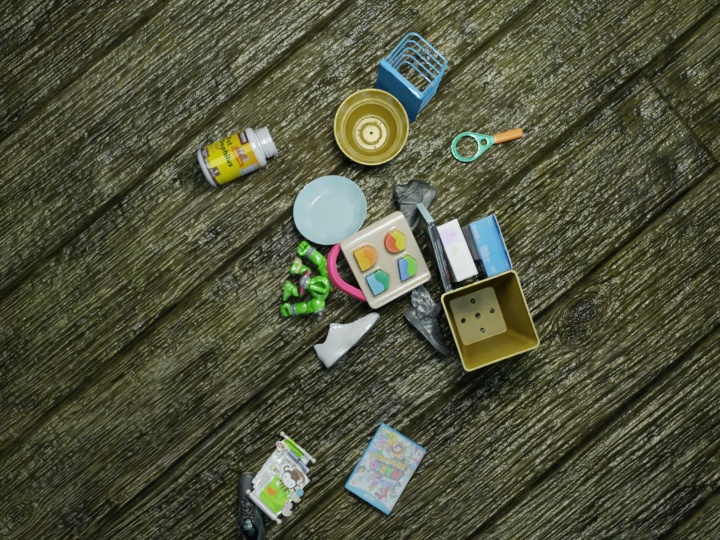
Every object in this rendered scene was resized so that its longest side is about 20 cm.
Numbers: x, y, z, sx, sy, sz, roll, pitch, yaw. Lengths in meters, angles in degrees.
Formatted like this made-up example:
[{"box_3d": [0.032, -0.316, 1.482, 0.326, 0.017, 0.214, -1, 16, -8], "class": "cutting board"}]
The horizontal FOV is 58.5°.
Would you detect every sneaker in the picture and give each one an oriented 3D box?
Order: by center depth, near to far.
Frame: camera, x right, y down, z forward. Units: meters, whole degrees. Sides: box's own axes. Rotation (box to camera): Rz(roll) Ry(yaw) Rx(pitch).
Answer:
[{"box_3d": [-0.289, 0.641, 1.713, 0.075, 0.079, 0.202, -10, 87, 1], "class": "sneaker"}, {"box_3d": [-0.040, 0.167, 1.729, 0.200, 0.075, 0.089, -41, 77, 1], "class": "sneaker"}, {"box_3d": [0.194, 0.126, 1.729, 0.200, 0.060, 0.104, 45, 94, 4], "class": "sneaker"}, {"box_3d": [0.115, -0.159, 1.730, 0.113, 0.076, 0.201, 29, 86, 3], "class": "sneaker"}]

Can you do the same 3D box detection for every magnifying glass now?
[{"box_3d": [0.344, -0.352, 1.758, 0.198, 0.022, 0.080, -15, 89, -1], "class": "magnifying glass"}]

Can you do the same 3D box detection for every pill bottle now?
[{"box_3d": [-0.326, -0.308, 1.717, 0.198, 0.109, 0.110, -24, 89, 0], "class": "pill bottle"}]

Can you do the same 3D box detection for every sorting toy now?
[{"box_3d": [0.068, -0.025, 1.671, 0.184, 0.036, 0.201, -28, 102, -3], "class": "sorting toy"}]

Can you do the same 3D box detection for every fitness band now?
[{"box_3d": [0.000, 0.000, 1.710, 0.199, 0.037, 0.145, 26, 75, -26], "class": "fitness band"}]

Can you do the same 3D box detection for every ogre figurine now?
[{"box_3d": [-0.136, 0.038, 1.716, 0.119, 0.098, 0.202, 19, 78, 12], "class": "ogre figurine"}]

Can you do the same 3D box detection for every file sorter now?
[{"box_3d": [0.132, -0.503, 1.674, 0.139, 0.200, 0.123, 41, 87, 1], "class": "file sorter"}]

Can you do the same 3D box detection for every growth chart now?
[{"box_3d": [-0.208, 0.556, 1.721, 0.144, 0.018, 0.201, 34, 71, -1], "class": "growth chart"}]

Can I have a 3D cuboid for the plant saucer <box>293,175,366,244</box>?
[{"box_3d": [-0.080, -0.157, 1.730, 0.198, 0.039, 0.203, -2, 70, 5], "class": "plant saucer"}]

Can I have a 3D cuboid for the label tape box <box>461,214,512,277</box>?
[{"box_3d": [0.325, -0.060, 1.662, 0.065, 0.200, 0.145, -19, 89, 2], "class": "label tape box"}]

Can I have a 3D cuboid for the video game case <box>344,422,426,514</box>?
[{"box_3d": [0.067, 0.536, 1.742, 0.142, 0.018, 0.201, 31, 89, 0], "class": "video game case"}]

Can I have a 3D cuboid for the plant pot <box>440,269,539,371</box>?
[{"box_3d": [0.319, 0.123, 1.669, 0.198, 0.176, 0.202, -19, 91, 0], "class": "plant pot"}]

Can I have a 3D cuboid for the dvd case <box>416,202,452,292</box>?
[{"box_3d": [0.190, -0.061, 1.655, 0.022, 0.146, 0.202, -17, 115, 1], "class": "dvd case"}]

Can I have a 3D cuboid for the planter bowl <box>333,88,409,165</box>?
[{"box_3d": [0.029, -0.377, 1.729, 0.198, 0.083, 0.203, 0, 90, 1], "class": "planter bowl"}]

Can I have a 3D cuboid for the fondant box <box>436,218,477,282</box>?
[{"box_3d": [0.238, -0.047, 1.663, 0.058, 0.200, 0.146, -21, 88, 0], "class": "fondant box"}]
